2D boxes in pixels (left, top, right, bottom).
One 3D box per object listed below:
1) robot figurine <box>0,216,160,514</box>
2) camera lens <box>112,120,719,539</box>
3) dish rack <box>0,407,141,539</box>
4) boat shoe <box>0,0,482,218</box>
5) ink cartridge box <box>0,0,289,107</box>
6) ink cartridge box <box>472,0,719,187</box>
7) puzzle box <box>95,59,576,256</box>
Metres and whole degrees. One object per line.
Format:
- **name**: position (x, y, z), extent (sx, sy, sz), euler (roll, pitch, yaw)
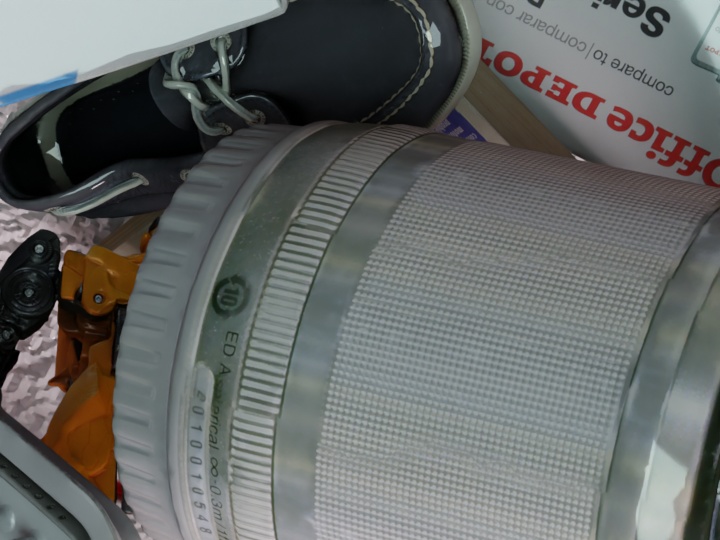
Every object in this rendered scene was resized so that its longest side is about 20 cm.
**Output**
- **robot figurine**: position (-0.077, 0.078, 0.902), extent (0.145, 0.058, 0.200), euler (7, 65, -10)
- **camera lens**: position (0.044, 0.042, 0.793), extent (0.200, 0.160, 0.160), euler (13, 111, 24)
- **dish rack**: position (-0.159, 0.104, 0.837), extent (0.200, 0.044, 0.172), euler (36, 108, 29)
- **boat shoe**: position (-0.048, -0.055, 0.874), extent (0.200, 0.063, 0.073), euler (-15, 97, 39)
- **ink cartridge box**: position (-0.109, -0.145, 0.843), extent (0.147, 0.200, 0.145), euler (-19, 103, 5)
- **ink cartridge box**: position (0.121, -0.134, 0.922), extent (0.146, 0.083, 0.200), euler (25, 107, -10)
- **puzzle box**: position (0.000, 0.000, 0.948), extent (0.133, 0.025, 0.200), euler (45, 130, -15)
